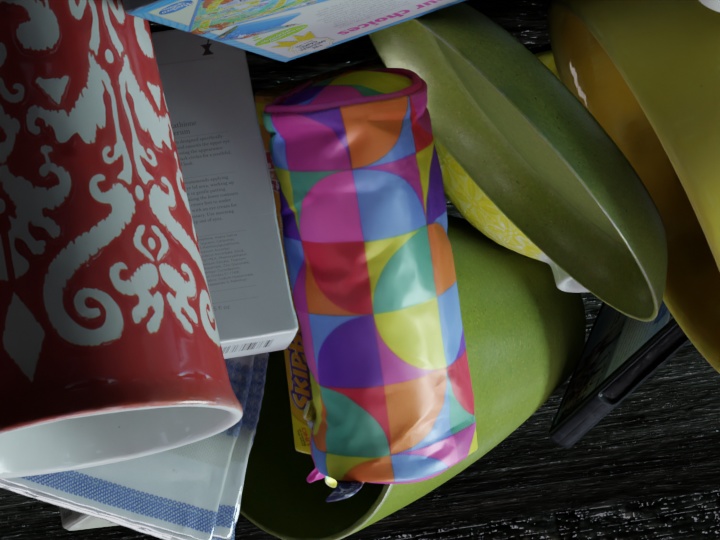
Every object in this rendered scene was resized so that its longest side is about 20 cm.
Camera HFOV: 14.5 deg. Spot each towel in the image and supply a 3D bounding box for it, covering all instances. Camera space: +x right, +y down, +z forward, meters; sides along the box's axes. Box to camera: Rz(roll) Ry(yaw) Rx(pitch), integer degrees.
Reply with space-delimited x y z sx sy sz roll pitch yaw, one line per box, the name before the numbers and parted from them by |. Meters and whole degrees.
towel | -0.107 0.024 1.357 0.146 0.201 0.024 19 164 -28

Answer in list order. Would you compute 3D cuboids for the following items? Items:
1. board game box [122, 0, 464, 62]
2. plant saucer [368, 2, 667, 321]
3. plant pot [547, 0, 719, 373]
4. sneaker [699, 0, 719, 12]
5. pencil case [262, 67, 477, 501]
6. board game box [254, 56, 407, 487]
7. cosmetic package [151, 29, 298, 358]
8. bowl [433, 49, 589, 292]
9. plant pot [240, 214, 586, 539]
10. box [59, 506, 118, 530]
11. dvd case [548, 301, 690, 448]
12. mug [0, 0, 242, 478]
board game box | 0.016 -0.141 1.179 0.199 0.034 0.134 -17 167 25
plant saucer | 0.078 -0.060 1.316 0.031 0.200 0.200 -42 170 -7
plant pot | 0.213 -0.078 1.316 0.188 0.202 0.201 -26 169 -3
sneaker | 0.236 -0.159 1.212 0.199 0.075 0.085 -13 158 -21
pencil case | 0.002 0.006 1.335 0.088 0.201 0.088 -6 -167 1
board game box | 0.000 0.000 1.404 0.095 0.201 0.030 -19 -163 -40
cosmetic package | -0.140 -0.025 1.300 0.199 0.152 0.052 -8 170 -11
bowl | 0.136 -0.050 1.541 0.199 0.108 0.200 -11 169 -2
plant pot | 0.029 0.040 1.589 0.199 0.188 0.187 -12 172 -43
box | -0.123 0.024 1.424 0.068 0.201 0.082 -5 167 -24
dvd case | 0.182 0.003 1.586 0.018 0.143 0.200 35 137 -8
mug | -0.147 -0.024 1.175 0.177 0.201 0.133 0 165 -38
